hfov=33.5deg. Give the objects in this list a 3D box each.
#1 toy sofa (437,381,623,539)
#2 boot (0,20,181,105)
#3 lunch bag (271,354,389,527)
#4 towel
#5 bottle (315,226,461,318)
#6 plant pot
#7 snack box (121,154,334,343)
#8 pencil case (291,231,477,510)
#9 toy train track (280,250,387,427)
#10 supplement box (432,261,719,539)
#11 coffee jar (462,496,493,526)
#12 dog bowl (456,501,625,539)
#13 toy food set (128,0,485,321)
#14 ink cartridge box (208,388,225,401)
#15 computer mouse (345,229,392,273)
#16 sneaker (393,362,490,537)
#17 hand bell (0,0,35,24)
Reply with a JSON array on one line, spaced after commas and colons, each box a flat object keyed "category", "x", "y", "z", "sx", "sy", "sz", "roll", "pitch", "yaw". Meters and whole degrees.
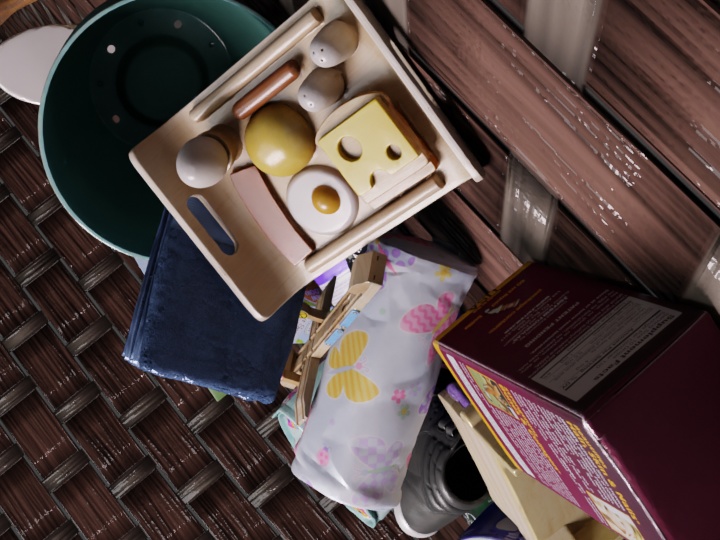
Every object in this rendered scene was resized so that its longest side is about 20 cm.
[{"category": "toy sofa", "x": 0.138, "y": 0.140, "z": 0.901, "sx": 0.098, "sy": 0.083, "sz": 0.200, "roll": 47, "pitch": 170, "yaw": 42}, {"category": "boot", "x": -0.229, "y": -0.188, "z": 1.078, "sx": 0.090, "sy": 0.198, "sz": 0.073, "roll": -154, "pitch": 58, "yaw": -71}, {"category": "lunch bag", "x": 0.007, "y": 0.133, "z": 1.206, "sx": 0.122, "sy": 0.170, "sz": 0.200, "roll": 32, "pitch": 160, "yaw": 39}, {"category": "towel", "x": -0.086, "y": -0.014, "z": 0.827, "sx": 0.111, "sy": 0.202, "sz": 0.048, "roll": 18, "pitch": 165, "yaw": -20}, {"category": "bottle", "x": 0.001, "y": -0.008, "z": 0.992, "sx": 0.083, "sy": 0.065, "sz": 0.200, "roll": -32, "pitch": 100, "yaw": 36}, {"category": "plant pot", "x": -0.146, "y": -0.127, "z": 0.924, "sx": 0.201, "sy": 0.200, "sz": 0.161, "roll": 56, "pitch": 180, "yaw": -25}, {"category": "snack box", "x": -0.127, "y": -0.025, "z": 1.026, "sx": 0.142, "sy": 0.053, "sz": 0.200, "roll": 2, "pitch": -137, "yaw": -44}, {"category": "pencil case", "x": 0.019, "y": 0.073, "z": 0.866, "sx": 0.083, "sy": 0.201, "sz": 0.090, "roll": 24, "pitch": -169, "yaw": 40}, {"category": "toy train track", "x": -0.031, "y": 0.037, "z": 0.842, "sx": 0.032, "sy": 0.115, "sz": 0.200, "roll": 18, "pitch": 151, "yaw": -13}, {"category": "supplement box", "x": 0.134, "y": 0.073, "z": 0.669, "sx": 0.111, "sy": 0.085, "sz": 0.200, "roll": 54, "pitch": 170, "yaw": -17}, {"category": "coffee jar", "x": 0.128, "y": 0.203, "z": 1.162, "sx": 0.104, "sy": 0.085, "sz": 0.201, "roll": 38, "pitch": 164, "yaw": 52}, {"category": "dog bowl", "x": 0.171, "y": 0.289, "z": 1.041, "sx": 0.199, "sy": 0.079, "sz": 0.201, "roll": 31, "pitch": 139, "yaw": 31}, {"category": "toy food set", "x": -0.037, "y": -0.068, "z": 0.735, "sx": 0.199, "sy": 0.060, "sz": 0.144, "roll": -32, "pitch": 101, "yaw": 36}, {"category": "ink cartridge box", "x": -0.095, "y": 0.045, "z": 1.260, "sx": 0.059, "sy": 0.200, "sz": 0.104, "roll": 49, "pitch": 169, "yaw": 10}, {"category": "computer mouse", "x": 0.000, "y": 0.000, "z": 0.920, "sx": 0.034, "sy": 0.059, "sz": 0.201, "roll": 16, "pitch": 128, "yaw": 16}, {"category": "sneaker", "x": 0.077, "y": 0.123, "z": 1.031, "sx": 0.070, "sy": 0.202, "sz": 0.099, "roll": 13, "pitch": 157, "yaw": -28}, {"category": "hand bell", "x": -0.278, "y": -0.241, "z": 1.020, "sx": 0.104, "sy": 0.199, "sz": 0.104, "roll": 56, "pitch": 167, "yaw": 19}]
